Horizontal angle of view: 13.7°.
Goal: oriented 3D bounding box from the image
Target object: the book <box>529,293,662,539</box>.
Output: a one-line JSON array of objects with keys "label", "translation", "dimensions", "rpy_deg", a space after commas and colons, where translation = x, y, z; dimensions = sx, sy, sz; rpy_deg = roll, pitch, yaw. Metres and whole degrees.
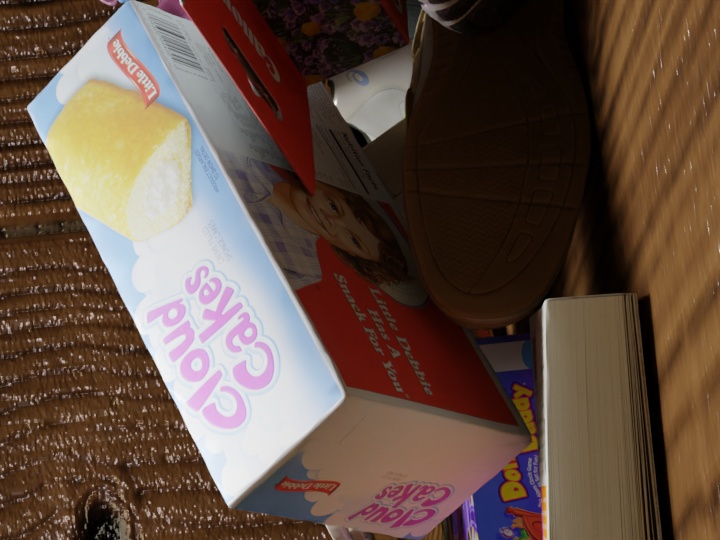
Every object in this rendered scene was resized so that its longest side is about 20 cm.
[{"label": "book", "translation": [0.083, 0.113, 1.090], "dimensions": [0.134, 0.048, 0.201], "rpy_deg": [94, 172, -86]}]

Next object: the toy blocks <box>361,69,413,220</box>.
[{"label": "toy blocks", "translation": [0.000, 0.000, 1.301], "dimensions": [0.100, 0.137, 0.200], "rpy_deg": [52, 171, 13]}]

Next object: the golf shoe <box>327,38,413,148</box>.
[{"label": "golf shoe", "translation": [0.024, -0.055, 1.441], "dimensions": [0.200, 0.097, 0.078], "rpy_deg": [87, 175, -61]}]

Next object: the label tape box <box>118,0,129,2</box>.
[{"label": "label tape box", "translation": [-0.063, -0.227, 1.273], "dimensions": [0.066, 0.143, 0.200], "rpy_deg": [-81, -24, -58]}]

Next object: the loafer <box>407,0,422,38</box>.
[{"label": "loafer", "translation": [0.036, -0.173, 1.449], "dimensions": [0.200, 0.072, 0.063], "rpy_deg": [98, -172, -48]}]

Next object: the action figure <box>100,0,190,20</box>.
[{"label": "action figure", "translation": [-0.061, -0.136, 1.419], "dimensions": [0.149, 0.134, 0.200], "rpy_deg": [57, -163, -44]}]

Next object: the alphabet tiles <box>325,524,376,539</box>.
[{"label": "alphabet tiles", "translation": [0.000, 0.130, 1.444], "dimensions": [0.200, 0.015, 0.196], "rpy_deg": [62, 179, 41]}]

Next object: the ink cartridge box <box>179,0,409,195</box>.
[{"label": "ink cartridge box", "translation": [-0.025, -0.137, 1.154], "dimensions": [0.109, 0.050, 0.200], "rpy_deg": [55, -159, -39]}]

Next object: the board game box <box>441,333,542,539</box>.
[{"label": "board game box", "translation": [0.069, 0.135, 1.391], "dimensions": [0.200, 0.045, 0.135], "rpy_deg": [90, 174, -61]}]

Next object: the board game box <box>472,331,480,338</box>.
[{"label": "board game box", "translation": [-0.011, 0.038, 1.414], "dimensions": [0.030, 0.200, 0.096], "rpy_deg": [-49, 57, 32]}]

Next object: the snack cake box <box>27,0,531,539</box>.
[{"label": "snack cake box", "translation": [-0.032, 0.000, 1.137], "dimensions": [0.115, 0.067, 0.200], "rpy_deg": [18, -145, -51]}]

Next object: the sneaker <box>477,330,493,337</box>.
[{"label": "sneaker", "translation": [0.045, 0.056, 1.553], "dimensions": [0.200, 0.077, 0.073], "rpy_deg": [-69, -14, -56]}]

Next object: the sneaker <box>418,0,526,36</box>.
[{"label": "sneaker", "translation": [0.005, -0.168, 1.086], "dimensions": [0.115, 0.076, 0.200], "rpy_deg": [41, 175, 28]}]

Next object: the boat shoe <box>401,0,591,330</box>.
[{"label": "boat shoe", "translation": [0.053, -0.058, 1.172], "dimensions": [0.069, 0.074, 0.200], "rpy_deg": [85, -172, -60]}]
